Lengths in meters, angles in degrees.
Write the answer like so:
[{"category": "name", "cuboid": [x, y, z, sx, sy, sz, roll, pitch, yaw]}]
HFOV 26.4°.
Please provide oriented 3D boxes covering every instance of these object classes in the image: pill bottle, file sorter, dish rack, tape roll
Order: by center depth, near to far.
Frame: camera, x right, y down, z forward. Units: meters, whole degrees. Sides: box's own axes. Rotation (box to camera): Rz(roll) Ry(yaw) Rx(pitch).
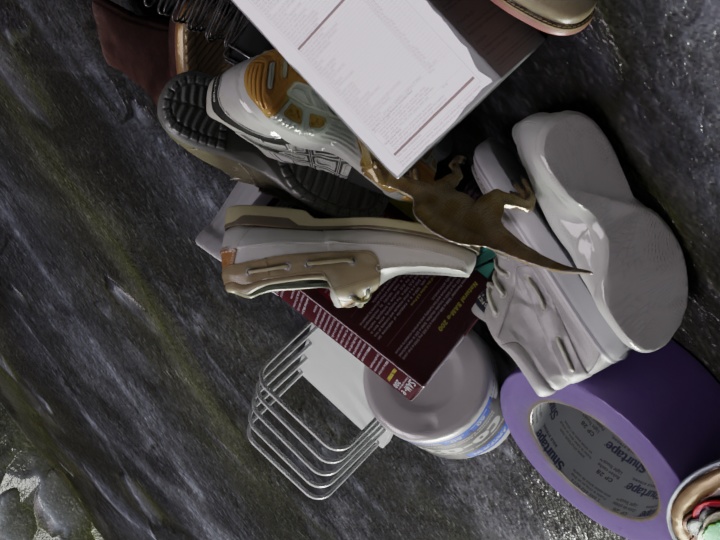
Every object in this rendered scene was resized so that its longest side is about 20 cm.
[{"category": "dish rack", "cuboid": [-0.108, -0.207, 1.258, 0.200, 0.055, 0.153, 33, -172, 28]}, {"category": "tape roll", "cuboid": [0.220, 0.133, 1.295, 0.200, 0.085, 0.200, 38, 155, 21]}, {"category": "pill bottle", "cuboid": [0.080, 0.110, 1.387, 0.114, 0.114, 0.200, 37, 179, 20]}, {"category": "file sorter", "cuboid": [-0.041, 0.152, 1.707, 0.139, 0.125, 0.200, 42, 156, 11]}]

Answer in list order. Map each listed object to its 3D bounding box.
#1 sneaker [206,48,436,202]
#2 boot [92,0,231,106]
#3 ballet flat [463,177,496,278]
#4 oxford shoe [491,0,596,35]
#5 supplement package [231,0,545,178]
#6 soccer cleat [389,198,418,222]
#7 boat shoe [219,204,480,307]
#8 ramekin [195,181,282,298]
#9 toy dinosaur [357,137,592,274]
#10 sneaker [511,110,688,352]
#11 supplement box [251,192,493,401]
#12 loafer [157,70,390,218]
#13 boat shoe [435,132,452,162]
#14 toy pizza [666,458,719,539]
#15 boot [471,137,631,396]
[{"category": "sneaker", "cuboid": [-0.027, -0.108, 1.145, 0.087, 0.076, 0.200, -6, 154, 45]}, {"category": "boot", "cuboid": [-0.195, -0.214, 1.445, 0.166, 0.072, 0.200, 34, 158, 19]}, {"category": "ballet flat", "cuboid": [0.085, -0.022, 1.313, 0.071, 0.069, 0.200, 60, 155, 15]}, {"category": "oxford shoe", "cuboid": [0.085, -0.235, 0.961, 0.200, 0.071, 0.074, 49, 153, -5]}, {"category": "supplement package", "cuboid": [0.011, -0.185, 1.064, 0.200, 0.110, 0.114, 47, 121, -1]}, {"category": "soccer cleat", "cuboid": [-0.019, -0.086, 1.326, 0.200, 0.084, 0.065, 36, 125, 31]}, {"category": "boat shoe", "cuboid": [-0.009, -0.004, 1.183, 0.199, 0.069, 0.075, 5, 169, 8]}, {"category": "ramekin", "cuboid": [-0.040, -0.019, 1.385, 0.200, 0.098, 0.200, 29, -178, -1]}, {"category": "toy dinosaur", "cuboid": [0.084, -0.035, 1.103, 0.200, 0.101, 0.058, 31, 117, 18]}, {"category": "sneaker", "cuboid": [0.175, -0.033, 1.147, 0.200, 0.075, 0.088, 62, 164, -16]}, {"category": "supplement box", "cuboid": [0.000, 0.000, 1.250, 0.200, 0.109, 0.061, 39, 162, 5]}, {"category": "loafer", "cuboid": [-0.067, -0.097, 1.203, 0.199, 0.075, 0.070, 27, 172, -15]}, {"category": "boat shoe", "cuboid": [-0.005, -0.142, 1.195, 0.062, 0.072, 0.200, -26, 127, 26]}, {"category": "toy pizza", "cuboid": [0.335, 0.208, 1.180, 0.199, 0.032, 0.201, 11, 140, 9]}, {"category": "boot", "cuboid": [0.121, 0.003, 1.192, 0.200, 0.095, 0.074, 58, -160, 1]}]
